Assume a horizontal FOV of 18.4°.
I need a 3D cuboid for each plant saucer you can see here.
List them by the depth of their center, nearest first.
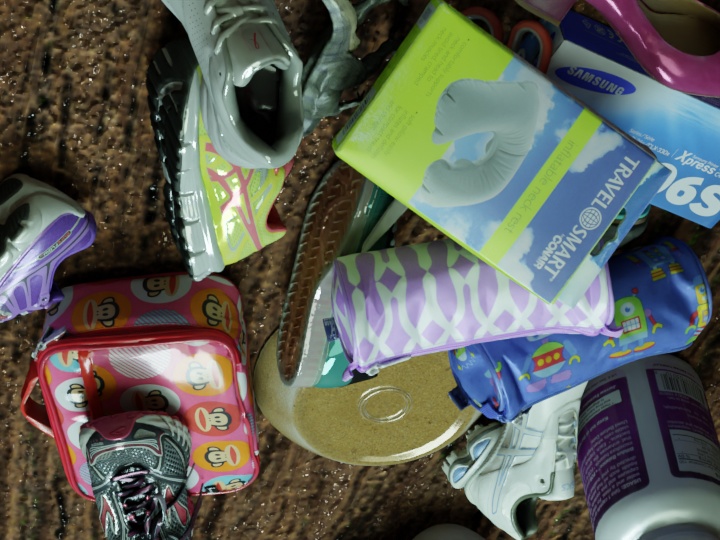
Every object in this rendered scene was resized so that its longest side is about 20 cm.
[{"bbox_3d":[0.017,0.093,1.712,0.199,0.036,0.201,-4,136,-4],"label":"plant saucer"}]

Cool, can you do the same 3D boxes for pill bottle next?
[{"bbox_3d":[0.228,0.169,1.702,0.112,0.201,0.113,-4,136,-4],"label":"pill bottle"}]

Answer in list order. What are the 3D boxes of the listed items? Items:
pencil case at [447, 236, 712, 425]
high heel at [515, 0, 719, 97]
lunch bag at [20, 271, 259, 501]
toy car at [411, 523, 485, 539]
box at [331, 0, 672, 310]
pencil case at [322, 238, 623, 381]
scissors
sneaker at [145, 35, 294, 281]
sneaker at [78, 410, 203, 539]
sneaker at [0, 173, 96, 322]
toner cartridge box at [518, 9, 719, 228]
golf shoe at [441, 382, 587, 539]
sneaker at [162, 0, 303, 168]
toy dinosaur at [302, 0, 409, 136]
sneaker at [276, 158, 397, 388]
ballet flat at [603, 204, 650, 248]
[{"bbox_3d":[0.158,0.044,1.603,0.199,0.087,0.078,-22,-177,-19],"label":"pencil case"},{"bbox_3d":[0.202,-0.180,1.439,0.199,0.068,0.096,25,139,-13],"label":"high heel"},{"bbox_3d":[-0.168,0.089,1.654,0.175,0.082,0.201,-4,138,2],"label":"lunch bag"},{"bbox_3d":[0.047,0.314,1.879,0.149,0.176,0.200,8,150,40],"label":"toy car"},{"bbox_3d":[0.095,-0.070,1.439,0.200,0.048,0.122,34,99,-11],"label":"box"},{"bbox_3d":[0.074,0.019,1.515,0.199,0.086,0.084,-10,162,-4],"label":"pencil case"},{"bbox_3d":[0.064,-0.083,1.484,0.073,0.014,0.201,28,107,16],"label":"scissors"},{"bbox_3d":[-0.091,-0.084,1.498,0.090,0.078,0.201,-15,140,-11],"label":"sneaker"},{"bbox_3d":[-0.156,0.172,1.629,0.080,0.075,0.200,-8,141,4],"label":"sneaker"},{"bbox_3d":[-0.259,0.020,1.569,0.083,0.081,0.200,25,127,-37],"label":"sneaker"},{"bbox_3d":[0.190,-0.104,1.531,0.199,0.043,0.095,20,128,-26],"label":"toner cartridge box"},{"bbox_3d":[0.147,0.125,1.708,0.078,0.097,0.200,-15,146,-40],"label":"golf shoe"},{"bbox_3d":[-0.074,-0.154,1.364,0.078,0.099,0.201,-25,107,-12],"label":"sneaker"},{"bbox_3d":[-0.007,-0.145,1.437,0.088,0.048,0.200,-34,162,-23],"label":"toy dinosaur"},{"bbox_3d":[0.000,0.000,1.589,0.080,0.072,0.201,1,128,-23],"label":"sneaker"},{"bbox_3d":[0.110,-0.046,1.564,0.199,0.068,0.068,15,140,-22],"label":"ballet flat"}]
